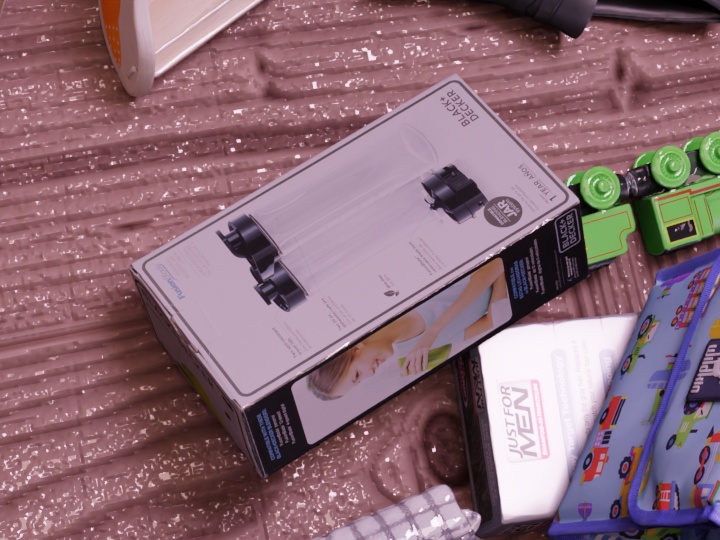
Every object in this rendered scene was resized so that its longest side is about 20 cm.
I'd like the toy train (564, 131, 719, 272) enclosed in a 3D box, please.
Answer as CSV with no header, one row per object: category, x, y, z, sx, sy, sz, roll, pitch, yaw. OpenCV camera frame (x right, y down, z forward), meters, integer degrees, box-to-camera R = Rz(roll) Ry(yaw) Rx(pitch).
toy train,0.172,-0.040,1.339,0.199,0.042,0.057,-16,91,-14

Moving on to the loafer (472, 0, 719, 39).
loafer,0.106,-0.159,1.336,0.199,0.068,0.071,-2,70,-15

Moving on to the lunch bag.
lunch bag,0.178,0.065,1.169,0.094,0.200,0.151,27,74,-5

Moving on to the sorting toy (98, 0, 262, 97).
sorting toy,-0.056,-0.204,1.257,0.200,0.180,0.107,-38,87,-17

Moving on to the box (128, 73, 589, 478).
box,0.000,0.000,1.256,0.199,0.060,0.117,-32,52,-14

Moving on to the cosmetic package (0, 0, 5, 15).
cosmetic package,-0.226,-0.084,1.238,0.071,0.105,0.202,16,77,-7

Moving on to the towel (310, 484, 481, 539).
towel,-0.022,0.172,1.170,0.165,0.200,0.086,-22,83,-14

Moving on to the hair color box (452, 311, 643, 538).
hair color box,0.154,0.074,1.298,0.198,0.061,0.100,-5,78,-13
